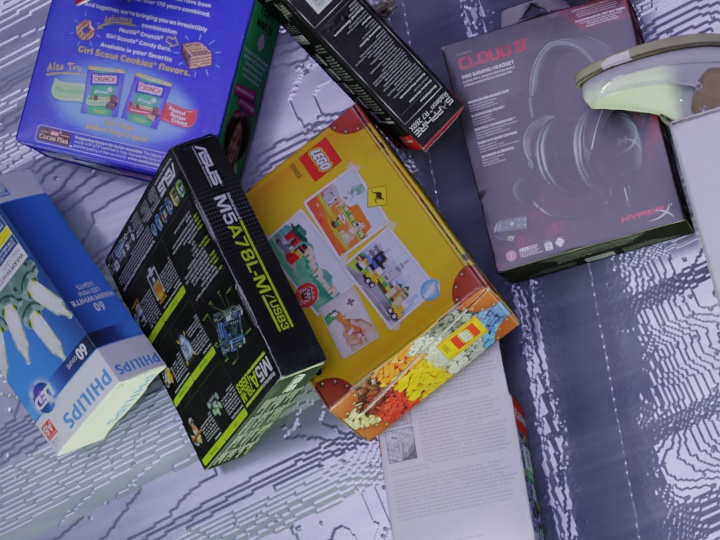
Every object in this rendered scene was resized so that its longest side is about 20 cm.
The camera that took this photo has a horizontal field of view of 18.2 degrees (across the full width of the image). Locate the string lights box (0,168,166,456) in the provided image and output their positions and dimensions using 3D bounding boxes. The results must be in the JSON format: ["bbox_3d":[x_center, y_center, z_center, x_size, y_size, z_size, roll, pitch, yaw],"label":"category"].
[{"bbox_3d":[-0.249,0.032,1.764,0.201,0.059,0.103,53,126,15],"label":"string lights box"}]

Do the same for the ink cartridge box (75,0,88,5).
[{"bbox_3d":[-0.160,-0.311,1.727,0.175,0.045,0.201,-24,44,7],"label":"ink cartridge box"}]

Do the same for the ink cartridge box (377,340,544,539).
[{"bbox_3d":[0.072,0.141,1.690,0.108,0.050,0.202,-12,71,12],"label":"ink cartridge box"}]

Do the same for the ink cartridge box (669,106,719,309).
[{"bbox_3d":[0.284,-0.031,1.586,0.083,0.200,0.146,-16,78,11],"label":"ink cartridge box"}]

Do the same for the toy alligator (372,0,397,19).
[{"bbox_3d":[0.078,-0.258,1.741,0.054,0.059,0.201,33,90,17],"label":"toy alligator"}]

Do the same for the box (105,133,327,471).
[{"bbox_3d":[-0.113,0.028,1.688,0.047,0.200,0.194,-22,74,-29],"label":"box"}]

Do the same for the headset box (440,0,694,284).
[{"bbox_3d":[0.154,-0.108,1.694,0.148,0.077,0.202,-15,81,11],"label":"headset box"}]

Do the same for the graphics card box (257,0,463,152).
[{"bbox_3d":[-0.014,-0.177,1.684,0.051,0.125,0.200,-45,99,-2],"label":"graphics card box"}]

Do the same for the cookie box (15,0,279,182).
[{"bbox_3d":[-0.161,-0.174,1.781,0.170,0.075,0.202,14,86,15],"label":"cookie box"}]

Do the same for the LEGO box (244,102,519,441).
[{"bbox_3d":[0.000,0.000,1.688,0.149,0.077,0.201,-37,59,5],"label":"LEGO box"}]

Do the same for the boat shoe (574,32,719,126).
[{"bbox_3d":[0.251,-0.130,1.619,0.198,0.075,0.069,-8,81,-21],"label":"boat shoe"}]
